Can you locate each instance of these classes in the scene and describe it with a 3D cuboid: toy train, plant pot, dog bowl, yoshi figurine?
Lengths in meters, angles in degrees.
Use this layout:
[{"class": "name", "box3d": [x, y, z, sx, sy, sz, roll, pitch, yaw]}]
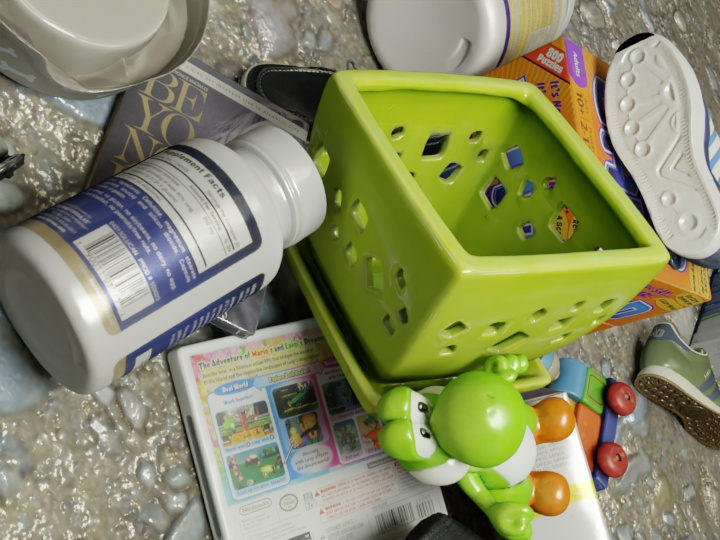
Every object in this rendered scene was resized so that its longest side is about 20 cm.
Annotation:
[{"class": "toy train", "box3d": [0.184, 0.169, 1.032, 0.116, 0.085, 0.200, 36, 49, -20]}, {"class": "plant pot", "box3d": [0.065, -0.013, 0.802, 0.200, 0.182, 0.199, -4, 48, -34]}, {"class": "dog bowl", "box3d": [-0.202, -0.208, 0.753, 0.200, 0.059, 0.200, 21, 57, -36]}, {"class": "yoshi figurine", "box3d": [0.095, 0.116, 0.748, 0.200, 0.112, 0.112, 23, 20, -50]}]

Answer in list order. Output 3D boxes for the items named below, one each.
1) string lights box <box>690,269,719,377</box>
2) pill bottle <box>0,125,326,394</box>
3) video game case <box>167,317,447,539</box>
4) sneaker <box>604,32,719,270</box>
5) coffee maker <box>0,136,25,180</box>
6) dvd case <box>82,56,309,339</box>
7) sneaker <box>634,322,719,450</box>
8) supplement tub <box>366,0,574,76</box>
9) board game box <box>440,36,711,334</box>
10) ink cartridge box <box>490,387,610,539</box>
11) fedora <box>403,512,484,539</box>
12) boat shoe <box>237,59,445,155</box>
[{"class": "string lights box", "box3d": [0.504, 0.045, 1.420, 0.059, 0.103, 0.200, 54, 43, -17]}, {"class": "pill bottle", "box3d": [-0.121, -0.017, 0.700, 0.200, 0.111, 0.111, -33, 100, -33]}, {"class": "video game case", "box3d": [-0.033, 0.128, 0.818, 0.200, 0.024, 0.182, -11, 82, -39]}, {"class": "sneaker", "box3d": [0.284, -0.097, 0.948, 0.146, 0.081, 0.200, 4, 68, -56]}, {"class": "coffee maker", "box3d": [-0.300, -0.087, 0.546, 0.200, 0.135, 0.192, 57, 42, -14]}, {"class": "dvd case", "box3d": [-0.120, -0.066, 0.808, 0.149, 0.016, 0.200, 28, 54, -24]}, {"class": "sneaker", "box3d": [0.399, 0.133, 1.291, 0.200, 0.067, 0.090, 35, 56, -30]}, {"class": "supplement tub", "box3d": [0.114, -0.257, 1.073, 0.200, 0.145, 0.146, -31, 98, -50]}, {"class": "board game box", "box3d": [0.172, -0.059, 1.015, 0.200, 0.200, 0.200, 15, 63, -44]}, {"class": "ink cartridge box", "box3d": [0.152, 0.203, 0.921, 0.145, 0.083, 0.200, 77, -3, -85]}, {"class": "fedora", "box3d": [0.047, 0.236, 0.786, 0.092, 0.201, 0.200, 49, 37, 15]}, {"class": "boat shoe", "box3d": [-0.006, -0.138, 0.926, 0.200, 0.062, 0.075, 14, 63, -23]}]
